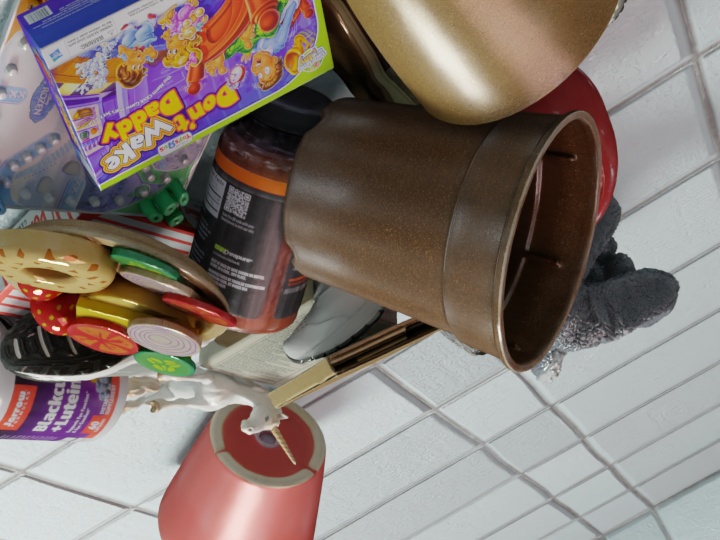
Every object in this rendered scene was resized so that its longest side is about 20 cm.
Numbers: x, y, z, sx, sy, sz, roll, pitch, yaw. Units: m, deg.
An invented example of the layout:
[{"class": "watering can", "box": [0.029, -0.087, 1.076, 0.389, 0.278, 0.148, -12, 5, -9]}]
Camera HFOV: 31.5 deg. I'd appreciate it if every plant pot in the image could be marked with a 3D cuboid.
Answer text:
[{"class": "plant pot", "box": [-0.131, 0.257, 1.541, 0.200, 0.201, 0.178, -9, 138, -31]}, {"class": "plant pot", "box": [0.048, -0.230, 0.871, 0.186, 0.187, 0.200, -38, 133, 21]}, {"class": "plant pot", "box": [0.061, -0.044, 0.993, 0.200, 0.198, 0.201, -40, 139, -49]}]

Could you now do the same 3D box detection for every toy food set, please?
[{"class": "toy food set", "box": [-0.195, 0.021, 1.008, 0.197, 0.049, 0.200, 15, 154, -5]}]

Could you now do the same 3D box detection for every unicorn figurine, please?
[{"class": "unicorn figurine", "box": [-0.169, 0.128, 1.318, 0.137, 0.200, 0.074, 5, 105, -45]}]

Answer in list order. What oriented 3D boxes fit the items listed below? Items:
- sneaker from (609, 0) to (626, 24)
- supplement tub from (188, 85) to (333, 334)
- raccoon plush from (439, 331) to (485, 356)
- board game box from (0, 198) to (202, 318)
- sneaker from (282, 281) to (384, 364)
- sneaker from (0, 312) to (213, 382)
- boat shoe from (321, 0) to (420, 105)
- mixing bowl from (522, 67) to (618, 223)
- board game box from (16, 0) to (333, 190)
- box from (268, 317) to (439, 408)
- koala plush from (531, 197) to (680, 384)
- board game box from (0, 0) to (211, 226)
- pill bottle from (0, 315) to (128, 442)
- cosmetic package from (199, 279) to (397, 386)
[{"class": "sneaker", "box": [0.171, -0.271, 1.015, 0.087, 0.076, 0.200, -7, 146, -5]}, {"class": "supplement tub", "box": [-0.079, -0.054, 1.072, 0.107, 0.107, 0.201, -2, 120, -39]}, {"class": "raccoon plush", "box": [0.110, -0.006, 1.336, 0.134, 0.200, 0.097, -47, 143, -11]}, {"class": "board game box", "box": [-0.218, -0.010, 1.133, 0.151, 0.046, 0.200, -40, 149, 24]}, {"class": "sneaker", "box": [0.000, 0.000, 1.128, 0.200, 0.087, 0.075, -46, 180, 1]}, {"class": "sneaker", "box": [-0.223, 0.069, 1.140, 0.199, 0.074, 0.079, -7, 152, -33]}, {"class": "boat shoe", "box": [0.013, -0.185, 1.027, 0.072, 0.072, 0.200, -56, 145, -7]}, {"class": "mixing bowl", "box": [0.155, -0.089, 1.151, 0.199, 0.108, 0.201, -6, 115, -13]}, {"class": "board game box", "box": [-0.122, -0.160, 0.898, 0.200, 0.045, 0.135, -30, 142, -14]}, {"class": "box", "box": [0.012, 0.074, 1.182, 0.163, 0.021, 0.200, -24, 174, -23]}, {"class": "koala plush", "box": [0.216, 0.034, 1.454, 0.184, 0.178, 0.200, -33, 177, -31]}, {"class": "board game box", "box": [-0.183, -0.119, 0.950, 0.199, 0.026, 0.200, 2, 128, -42]}, {"class": "pill bottle", "box": [-0.320, 0.098, 1.162, 0.111, 0.112, 0.200, -41, 150, 27]}, {"class": "cosmetic package", "box": [-0.064, 0.044, 1.257, 0.105, 0.071, 0.200, 20, 147, -35]}]
